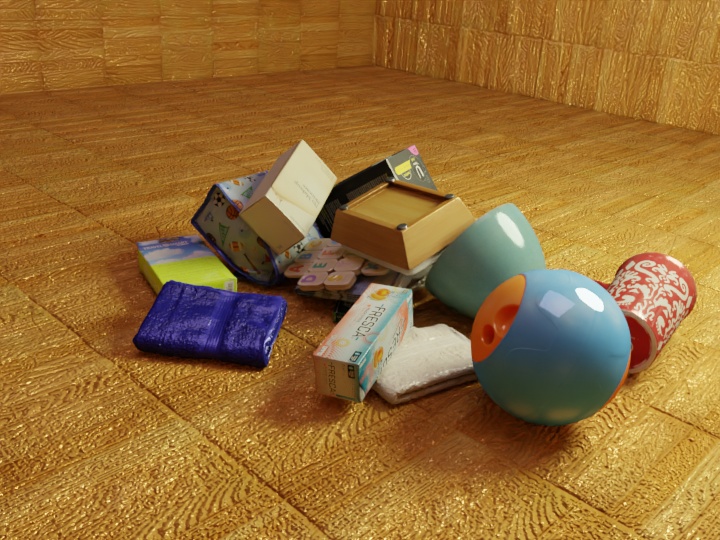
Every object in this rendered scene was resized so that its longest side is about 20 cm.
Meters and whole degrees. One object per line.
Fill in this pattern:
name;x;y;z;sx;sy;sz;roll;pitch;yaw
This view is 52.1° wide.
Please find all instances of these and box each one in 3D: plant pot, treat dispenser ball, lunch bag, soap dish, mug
plant pot;0.224;0.009;1.200;0.200;0.200;0.135;-21;62;-45
treat dispenser ball;0.242;0.097;0.948;0.201;0.201;0.201;3;23;-2
lunch bag;-0.177;-0.067;1.344;0.200;0.124;0.170;44;33;8
soap dish;0.065;-0.079;1.207;0.157;0.081;0.200;-33;34;-28
mug;0.417;0.075;1.160;0.177;0.133;0.200;-22;8;41

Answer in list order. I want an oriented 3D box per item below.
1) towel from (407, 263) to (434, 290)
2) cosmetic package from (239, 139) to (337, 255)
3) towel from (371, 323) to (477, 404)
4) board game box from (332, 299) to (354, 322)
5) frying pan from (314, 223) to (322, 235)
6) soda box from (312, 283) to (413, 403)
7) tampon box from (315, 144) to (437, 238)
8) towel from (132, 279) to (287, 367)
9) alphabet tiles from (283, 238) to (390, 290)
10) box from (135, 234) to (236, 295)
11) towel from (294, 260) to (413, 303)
towel;0.119;-0.042;1.298;0.200;0.034;0.133;-34;38;-22
cosmetic package;-0.123;-0.132;1.299;0.073;0.104;0.200;-30;24;33
towel;0.087;0.128;1.060;0.200;0.035;0.133;-12;27;-32
board game box;0.017;0.040;1.265;0.105;0.023;0.200;4;24;5
frying pan;-0.087;-0.109;1.588;0.115;0.031;0.190;20;31;29
soda box;0.009;0.094;1.015;0.068;0.064;0.200;9;32;22
tampon box;0.027;-0.136;1.428;0.200;0.126;0.150;-24;8;30
towel;-0.218;0.073;1.091;0.200;0.050;0.148;6;34;4
alphabet tiles;-0.025;-0.028;1.258;0.195;0.015;0.200;-2;33;27
box;-0.305;0.000;1.272;0.122;0.048;0.200;-9;27;-28
towel;0.000;0.000;1.239;0.200;0.024;0.147;4;40;33
